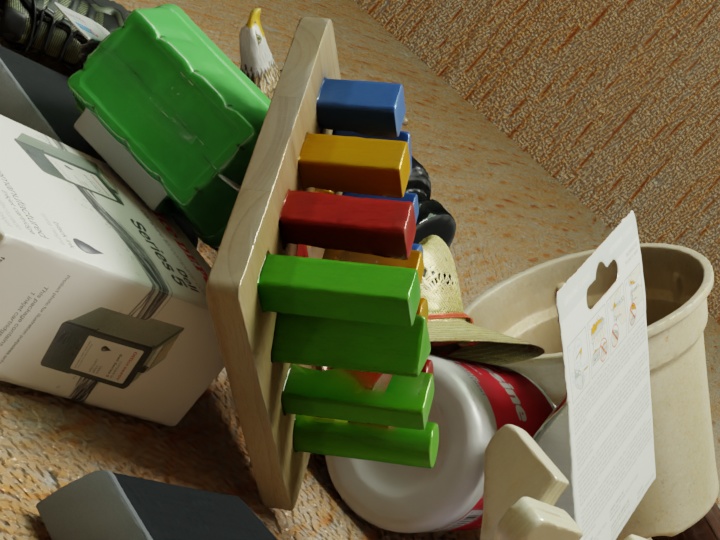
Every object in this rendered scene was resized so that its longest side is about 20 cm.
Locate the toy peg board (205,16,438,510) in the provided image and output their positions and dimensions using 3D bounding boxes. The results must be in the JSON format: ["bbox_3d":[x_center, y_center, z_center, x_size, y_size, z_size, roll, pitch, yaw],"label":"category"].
[{"bbox_3d":[0.002,0.002,0.939,0.097,0.200,0.200,7,51,12],"label":"toy peg board"}]

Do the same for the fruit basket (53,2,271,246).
[{"bbox_3d":[-0.097,-0.078,1.042,0.185,0.094,0.200,46,-1,11],"label":"fruit basket"}]

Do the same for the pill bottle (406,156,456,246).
[{"bbox_3d":[-0.006,-0.082,1.568,0.200,0.112,0.112,47,15,27],"label":"pill bottle"}]

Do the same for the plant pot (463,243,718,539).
[{"bbox_3d":[0.192,0.103,1.298,0.201,0.200,0.184,-96,169,-72],"label":"plant pot"}]

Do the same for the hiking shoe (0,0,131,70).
[{"bbox_3d":[-0.245,-0.191,1.371,0.101,0.076,0.200,-28,68,-40],"label":"hiking shoe"}]

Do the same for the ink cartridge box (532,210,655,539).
[{"bbox_3d":[0.141,0.080,1.090,0.050,0.201,0.162,0,21,27],"label":"ink cartridge box"}]

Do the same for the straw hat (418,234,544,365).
[{"bbox_3d":[0.028,0.019,1.133,0.201,0.200,0.086,14,71,-63],"label":"straw hat"}]

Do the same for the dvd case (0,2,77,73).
[{"bbox_3d":[-0.263,-0.219,1.493,0.200,0.025,0.150,41,13,-1],"label":"dvd case"}]

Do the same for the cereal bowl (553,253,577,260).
[{"bbox_3d":[0.211,0.088,1.557,0.200,0.083,0.201,38,-32,28],"label":"cereal bowl"}]

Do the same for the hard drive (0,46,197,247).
[{"bbox_3d":[-0.195,-0.079,1.146,0.135,0.042,0.200,23,22,-52],"label":"hard drive"}]

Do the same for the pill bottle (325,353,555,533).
[{"bbox_3d":[0.068,0.115,1.120,0.112,0.112,0.200,46,14,24],"label":"pill bottle"}]

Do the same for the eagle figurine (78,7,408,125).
[{"bbox_3d":[-0.094,-0.121,1.248,0.199,0.151,0.152,-22,98,-34],"label":"eagle figurine"}]

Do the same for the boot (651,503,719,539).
[{"bbox_3d":[0.228,0.179,1.464,0.200,0.064,0.186,57,-22,-5],"label":"boot"}]

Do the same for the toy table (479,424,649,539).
[{"bbox_3d":[0.102,0.190,0.962,0.184,0.117,0.200,47,13,24],"label":"toy table"}]

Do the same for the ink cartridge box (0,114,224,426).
[{"bbox_3d":[-0.173,-0.007,0.910,0.200,0.084,0.146,24,21,-53],"label":"ink cartridge box"}]

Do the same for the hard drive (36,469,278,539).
[{"bbox_3d":[-0.051,0.170,0.758,0.135,0.042,0.200,22,22,-53],"label":"hard drive"}]
